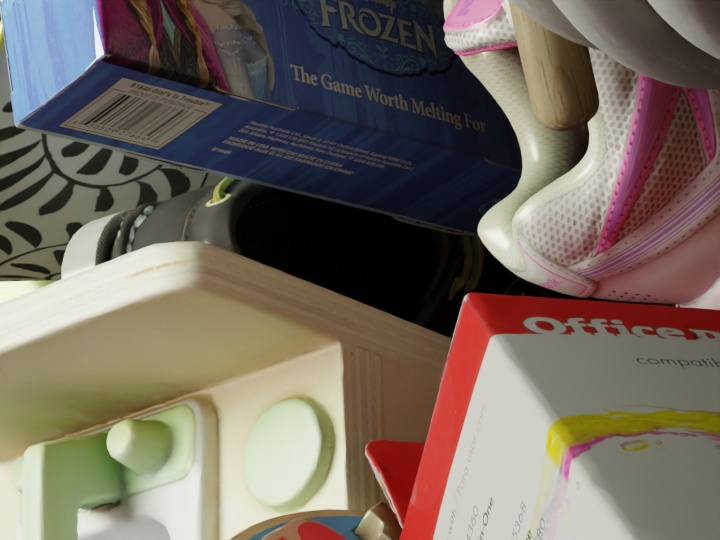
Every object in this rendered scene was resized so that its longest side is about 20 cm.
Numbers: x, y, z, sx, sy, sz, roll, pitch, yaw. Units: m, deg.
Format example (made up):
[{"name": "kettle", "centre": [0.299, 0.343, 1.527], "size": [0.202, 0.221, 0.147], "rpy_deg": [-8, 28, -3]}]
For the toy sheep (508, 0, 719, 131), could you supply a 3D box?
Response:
[{"name": "toy sheep", "centre": [0.079, -0.098, 0.613], "size": [0.199, 0.138, 0.139], "rpy_deg": [4, 99, 46]}]

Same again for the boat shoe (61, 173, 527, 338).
[{"name": "boat shoe", "centre": [0.000, 0.000, 0.869], "size": [0.060, 0.201, 0.072], "rpy_deg": [-19, 85, 35]}]

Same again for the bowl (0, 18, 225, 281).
[{"name": "bowl", "centre": [-0.062, -0.076, 0.917], "size": [0.201, 0.094, 0.202], "rpy_deg": [-162, 90, -82]}]

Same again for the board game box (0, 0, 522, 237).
[{"name": "board game box", "centre": [-0.020, -0.117, 0.835], "size": [0.043, 0.199, 0.200], "rpy_deg": [-31, 60, 38]}]

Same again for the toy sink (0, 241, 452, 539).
[{"name": "toy sink", "centre": [-0.021, 0.086, 0.785], "size": [0.130, 0.200, 0.113], "rpy_deg": [-20, 61, 36]}]

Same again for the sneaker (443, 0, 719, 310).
[{"name": "sneaker", "centre": [0.064, -0.082, 0.728], "size": [0.081, 0.088, 0.201], "rpy_deg": [165, 101, -74]}]

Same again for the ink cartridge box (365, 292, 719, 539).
[{"name": "ink cartridge box", "centre": [0.084, 0.063, 0.631], "size": [0.200, 0.116, 0.068], "rpy_deg": [-122, 41, -58]}]

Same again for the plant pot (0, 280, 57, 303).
[{"name": "plant pot", "centre": [-0.042, 0.086, 1.022], "size": [0.190, 0.199, 0.200], "rpy_deg": [61, 153, 32]}]

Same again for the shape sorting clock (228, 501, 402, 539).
[{"name": "shape sorting clock", "centre": [0.052, 0.114, 0.646], "size": [0.039, 0.199, 0.200], "rpy_deg": [-64, 26, 19]}]
